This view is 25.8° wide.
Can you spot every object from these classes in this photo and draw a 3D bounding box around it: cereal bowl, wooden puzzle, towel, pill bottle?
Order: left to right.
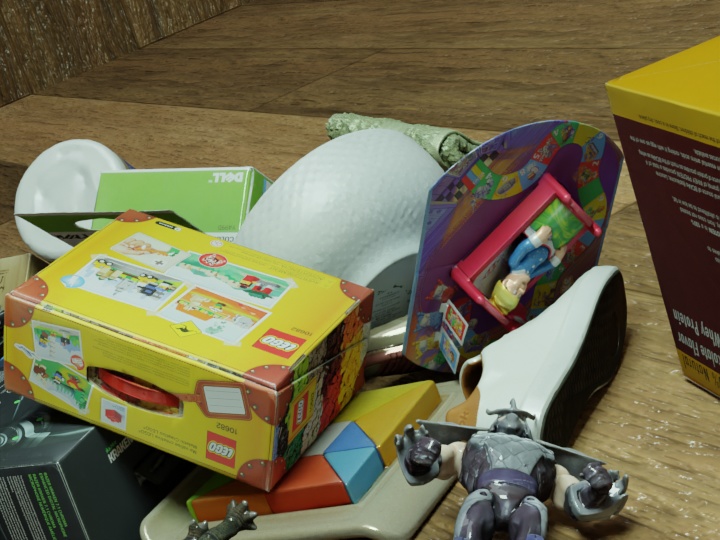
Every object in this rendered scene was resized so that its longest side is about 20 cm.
[{"bbox_3d":[-0.219,-0.034,1.429,0.110,0.112,0.200,-14,-21,15],"label":"pill bottle"},{"bbox_3d":[-0.024,0.121,1.027,0.198,0.038,0.185,-7,21,32],"label":"wooden puzzle"},{"bbox_3d":[0.000,0.000,1.154,0.199,0.202,0.083,-29,53,-27],"label":"cereal bowl"},{"bbox_3d":[0.073,-0.105,1.407,0.147,0.037,0.199,16,3,37],"label":"towel"}]

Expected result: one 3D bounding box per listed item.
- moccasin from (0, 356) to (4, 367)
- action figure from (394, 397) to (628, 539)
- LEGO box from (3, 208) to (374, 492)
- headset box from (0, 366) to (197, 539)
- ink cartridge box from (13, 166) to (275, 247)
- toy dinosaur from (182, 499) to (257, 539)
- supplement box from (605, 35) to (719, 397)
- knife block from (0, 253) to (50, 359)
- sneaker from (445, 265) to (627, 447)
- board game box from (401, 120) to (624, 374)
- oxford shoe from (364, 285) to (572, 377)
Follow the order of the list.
[{"bbox_3d":[-0.282,0.120,1.258,0.199,0.081,0.068,-34,31,9],"label":"moccasin"},{"bbox_3d":[0.078,0.128,0.836,0.128,0.070,0.201,3,30,8],"label":"action figure"},{"bbox_3d":[-0.110,0.046,1.035,0.198,0.078,0.149,18,31,19],"label":"LEGO box"},{"bbox_3d":[-0.216,0.135,1.090,0.198,0.094,0.174,-10,20,26],"label":"headset box"},{"bbox_3d":[-0.151,-0.046,1.232,0.146,0.077,0.200,1,-16,25],"label":"ink cartridge box"},{"bbox_3d":[-0.108,0.183,0.871,0.198,0.078,0.102,-2,17,35],"label":"toy dinosaur"},{"bbox_3d":[0.260,-0.025,0.893,0.131,0.202,0.197,-22,18,-11],"label":"supplement box"},{"bbox_3d":[-0.300,0.085,1.404,0.063,0.200,0.178,-8,66,27],"label":"knife block"},{"bbox_3d":[0.113,0.052,1.013,0.084,0.074,0.200,4,28,28],"label":"sneaker"},{"bbox_3d":[0.111,-0.003,1.043,0.156,0.202,0.039,-13,41,-27],"label":"board game box"},{"bbox_3d":[0.075,0.018,1.135,0.198,0.075,0.070,-21,-11,-21],"label":"oxford shoe"}]
